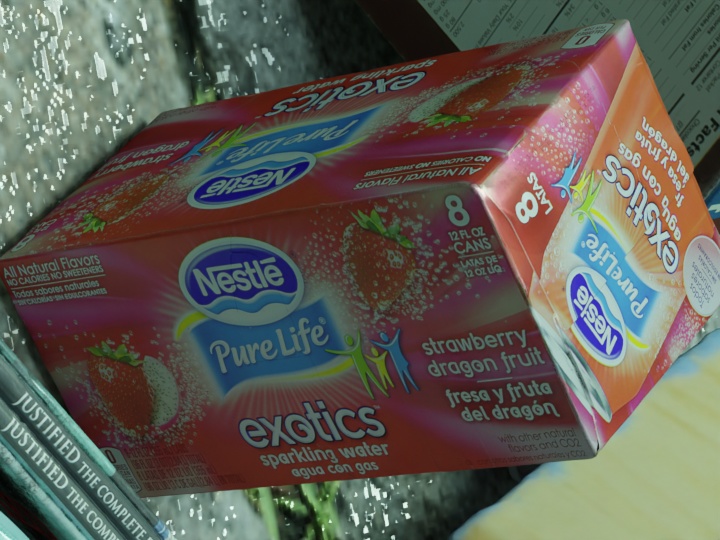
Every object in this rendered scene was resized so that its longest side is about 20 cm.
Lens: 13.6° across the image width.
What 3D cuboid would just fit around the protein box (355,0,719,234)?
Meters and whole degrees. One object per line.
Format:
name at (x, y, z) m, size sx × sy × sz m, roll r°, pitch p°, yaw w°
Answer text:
protein box at (0.120, -0.118, 1.066) m, size 0.198 × 0.135 × 0.200 m, roll -14°, pitch 59°, yaw -49°

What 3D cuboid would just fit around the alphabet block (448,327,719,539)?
alphabet block at (0.152, 0.164, 1.019) m, size 0.196 × 0.199 × 0.196 m, roll -34°, pitch 138°, yaw -45°

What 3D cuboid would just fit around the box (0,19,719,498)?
box at (0.000, 0.000, 0.923) m, size 0.100 × 0.199 × 0.096 m, roll -46°, pitch 118°, yaw -43°

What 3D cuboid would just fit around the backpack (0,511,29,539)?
backpack at (-0.147, 0.132, 0.752) m, size 0.200 × 0.177 × 0.151 m, roll 44°, pitch 35°, yaw -27°

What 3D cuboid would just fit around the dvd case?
dvd case at (-0.101, 0.054, 0.835) m, size 0.022 × 0.146 × 0.200 m, roll -46°, pitch 120°, yaw -16°

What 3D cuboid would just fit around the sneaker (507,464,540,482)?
sneaker at (0.053, 0.021, 1.079) m, size 0.200 × 0.071 × 0.113 m, roll 5°, pitch 76°, yaw -50°
